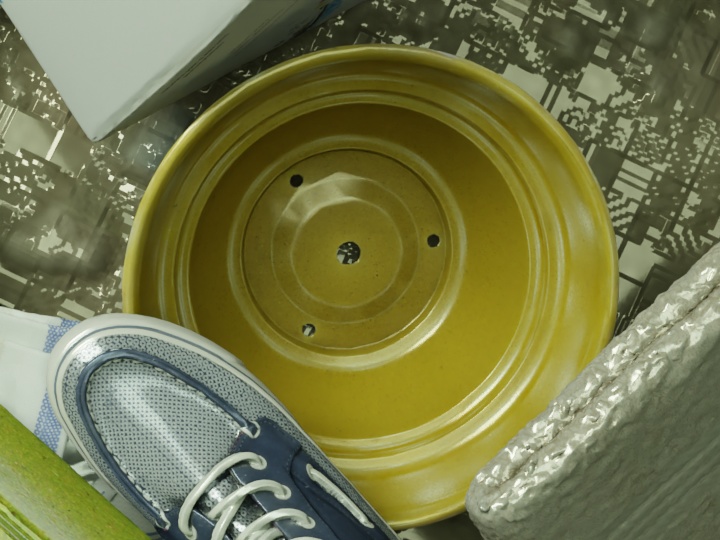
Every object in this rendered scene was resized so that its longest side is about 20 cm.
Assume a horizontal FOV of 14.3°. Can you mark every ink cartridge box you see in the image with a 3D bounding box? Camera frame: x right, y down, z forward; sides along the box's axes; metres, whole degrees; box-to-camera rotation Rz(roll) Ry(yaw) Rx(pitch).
[{"bbox_3d":[-0.044,-0.175,1.142,0.200,0.145,0.147,-33,88,-38],"label":"ink cartridge box"}]

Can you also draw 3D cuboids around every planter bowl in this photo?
[{"bbox_3d":[0.000,0.000,1.182,0.200,0.083,0.200,-2,103,-8],"label":"planter bowl"}]

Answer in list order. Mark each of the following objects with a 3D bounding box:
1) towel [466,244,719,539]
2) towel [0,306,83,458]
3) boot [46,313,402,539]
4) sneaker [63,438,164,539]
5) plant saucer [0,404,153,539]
[{"bbox_3d":[0.134,0.061,1.173,0.200,0.133,0.034,-42,49,-8],"label":"towel"},{"bbox_3d":[-0.209,0.067,1.101,0.200,0.024,0.147,16,88,-26],"label":"towel"},{"bbox_3d":[-0.036,0.095,1.108,0.200,0.090,0.073,40,94,-15],"label":"boot"},{"bbox_3d":[-0.153,0.118,1.176,0.200,0.075,0.087,-22,91,-6],"label":"sneaker"},{"bbox_3d":[-0.142,0.171,1.059,0.200,0.048,0.200,41,77,3],"label":"plant saucer"}]
